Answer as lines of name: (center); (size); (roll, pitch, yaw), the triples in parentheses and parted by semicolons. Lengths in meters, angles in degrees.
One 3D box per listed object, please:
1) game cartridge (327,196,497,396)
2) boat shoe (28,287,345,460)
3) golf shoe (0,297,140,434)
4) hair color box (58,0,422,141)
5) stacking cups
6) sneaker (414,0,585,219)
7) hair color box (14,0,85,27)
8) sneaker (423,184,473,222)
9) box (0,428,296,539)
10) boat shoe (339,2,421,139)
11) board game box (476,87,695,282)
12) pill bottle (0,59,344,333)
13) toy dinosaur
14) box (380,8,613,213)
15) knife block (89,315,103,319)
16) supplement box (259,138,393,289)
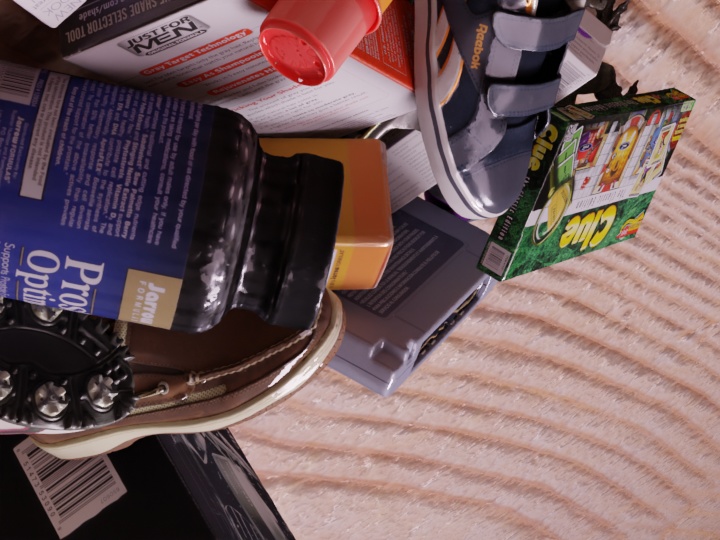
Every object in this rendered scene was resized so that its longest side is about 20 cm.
game cartridge: (0.000, 0.000, 1.050); (0.200, 0.133, 0.041); (-39, 158, -59)
boat shoe: (-0.108, 0.048, 0.931); (0.201, 0.075, 0.075); (-23, 138, 18)
golf shoe: (-0.211, 0.050, 0.865); (0.199, 0.078, 0.088); (8, 151, -30)
hair color box: (-0.053, -0.121, 0.873); (0.101, 0.062, 0.200); (-17, 163, 26)
stacking cups: (0.016, -0.169, 0.816); (0.200, 0.060, 0.061); (-54, 162, -24)
sneaker: (0.075, -0.124, 0.904); (0.078, 0.079, 0.201); (-27, 114, -51)
hair color box: (-0.147, -0.188, 0.687); (0.109, 0.065, 0.200); (-39, 155, 8)
sneaker: (0.066, -0.082, 1.106); (0.087, 0.075, 0.200); (-19, 148, -1)
box: (-0.144, 0.146, 1.095); (0.124, 0.200, 0.197); (-36, 154, 2)
boat shoe: (0.016, -0.101, 0.997); (0.201, 0.061, 0.072); (-39, -174, 18)
board game box: (0.142, -0.056, 1.059); (0.200, 0.023, 0.105); (-17, 135, -57)
pill bottle: (-0.113, -0.032, 0.835); (0.199, 0.112, 0.112); (12, 141, -7)
toy dinosaur: (0.141, -0.130, 1.087); (0.088, 0.047, 0.201); (-20, 117, -45)
box: (0.066, -0.095, 1.021); (0.200, 0.041, 0.039); (-34, -157, 48)
knife block: (-0.235, 0.014, 0.924); (0.199, 0.064, 0.176); (-31, 154, -6)
supplement box: (-0.085, -0.030, 0.935); (0.198, 0.067, 0.069); (1, 155, -11)
